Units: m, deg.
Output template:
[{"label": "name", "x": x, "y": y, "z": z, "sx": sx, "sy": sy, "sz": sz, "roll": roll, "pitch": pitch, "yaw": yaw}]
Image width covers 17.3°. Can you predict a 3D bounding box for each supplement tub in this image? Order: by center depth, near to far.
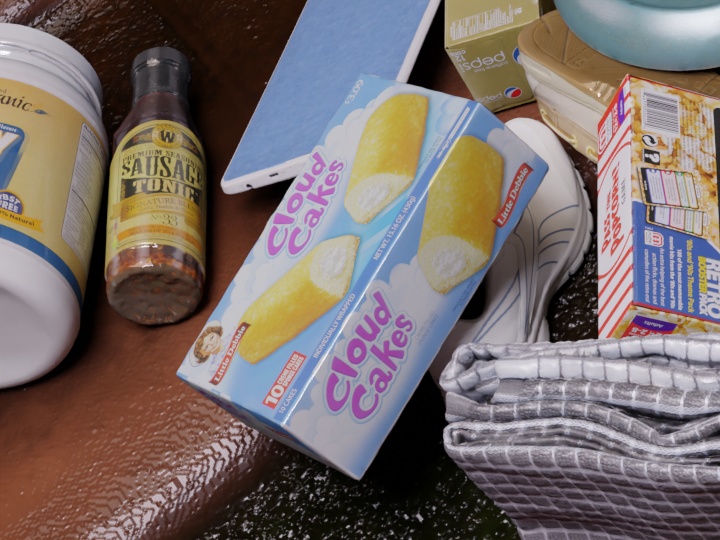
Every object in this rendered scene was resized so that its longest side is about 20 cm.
[{"label": "supplement tub", "x": -0.237, "y": -0.043, "z": 1.504, "sx": 0.144, "sy": 0.145, "sz": 0.201, "roll": -12, "pitch": 49, "yaw": 21}]

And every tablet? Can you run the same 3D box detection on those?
[{"label": "tablet", "x": -0.009, "y": -0.130, "z": 1.500, "sx": 0.130, "sy": 0.014, "sz": 0.201, "roll": -16, "pitch": 35, "yaw": 35}]

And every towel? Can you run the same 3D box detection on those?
[{"label": "towel", "x": 0.150, "y": 0.099, "z": 1.150, "sx": 0.199, "sy": 0.166, "sz": 0.086, "roll": -2, "pitch": 61, "yaw": 30}]

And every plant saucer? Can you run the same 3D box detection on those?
[{"label": "plant saucer", "x": 0.201, "y": -0.200, "z": 1.366, "sx": 0.199, "sy": 0.027, "sz": 0.201, "roll": -13, "pitch": 49, "yaw": 16}]

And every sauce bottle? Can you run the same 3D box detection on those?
[{"label": "sauce bottle", "x": -0.130, "y": -0.059, "z": 1.512, "sx": 0.066, "sy": 0.066, "sz": 0.201, "roll": -19, "pitch": 49, "yaw": 16}]

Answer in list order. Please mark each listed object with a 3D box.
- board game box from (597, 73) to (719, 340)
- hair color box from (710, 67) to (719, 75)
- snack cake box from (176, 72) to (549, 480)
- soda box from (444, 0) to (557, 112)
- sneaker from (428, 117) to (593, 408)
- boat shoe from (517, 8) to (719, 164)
[{"label": "board game box", "x": 0.219, "y": -0.007, "z": 1.194, "sx": 0.199, "sy": 0.046, "sz": 0.152, "roll": 14, "pitch": 51, "yaw": -11}, {"label": "hair color box", "x": 0.247, "y": -0.207, "z": 1.414, "sx": 0.101, "sy": 0.061, "sz": 0.200, "roll": 24, "pitch": 70, "yaw": 39}, {"label": "snack cake box", "x": 0.000, "y": 0.000, "z": 1.276, "sx": 0.115, "sy": 0.067, "sz": 0.201, "roll": 20, "pitch": 76, "yaw": 52}, {"label": "soda box", "x": 0.093, "y": -0.197, "z": 1.491, "sx": 0.064, "sy": 0.068, "sz": 0.201, "roll": -14, "pitch": 48, "yaw": 20}, {"label": "sneaker", "x": 0.079, "y": -0.011, "z": 1.335, "sx": 0.074, "sy": 0.087, "sz": 0.201, "roll": -8, "pitch": 50, "yaw": 27}, {"label": "boat shoe", "x": 0.168, "y": -0.078, "z": 1.351, "sx": 0.073, "sy": 0.069, "sz": 0.200, "roll": -31, "pitch": 48, "yaw": -19}]
